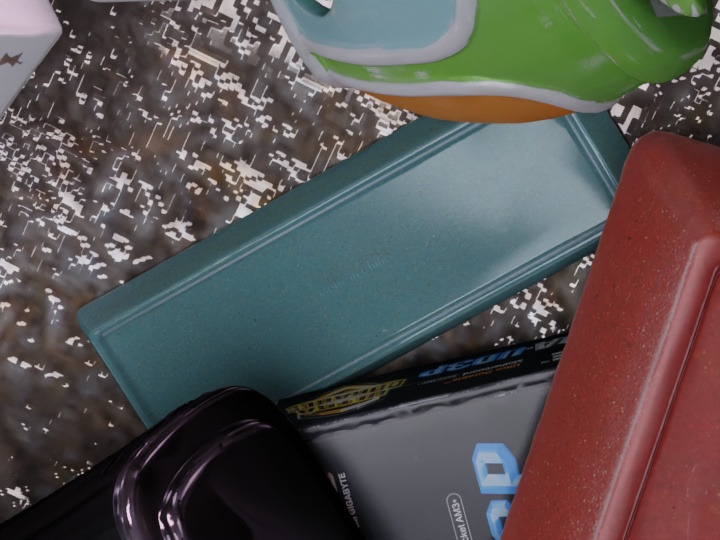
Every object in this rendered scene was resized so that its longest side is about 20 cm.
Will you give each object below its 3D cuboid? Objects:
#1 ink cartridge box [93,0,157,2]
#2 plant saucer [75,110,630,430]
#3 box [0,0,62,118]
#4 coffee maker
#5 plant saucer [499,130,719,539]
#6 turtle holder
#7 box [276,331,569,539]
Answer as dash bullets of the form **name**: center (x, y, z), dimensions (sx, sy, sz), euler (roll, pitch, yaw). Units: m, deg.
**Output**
- **ink cartridge box**: center (-0.099, -0.161, 0.900), dimensions (0.068, 0.200, 0.116), euler (-6, 112, -35)
- **plant saucer**: center (0.000, 0.000, 0.991), dimensions (0.200, 0.019, 0.070), euler (-29, 100, 16)
- **box**: center (-0.191, -0.110, 0.883), dimensions (0.124, 0.097, 0.200), euler (-48, 58, 37)
- **coffee maker**: center (-0.109, 0.122, 0.934), dimensions (0.200, 0.135, 0.192), euler (-31, 117, 28)
- **plant saucer**: center (0.153, 0.077, 0.939), dimensions (0.200, 0.037, 0.200), euler (16, 101, -10)
- **turtle holder**: center (0.028, -0.129, 0.880), dimensions (0.132, 0.141, 0.186), euler (-21, 117, 26)
- **box**: center (0.071, 0.122, 0.993), dimensions (0.159, 0.046, 0.200), euler (-13, 104, 7)
